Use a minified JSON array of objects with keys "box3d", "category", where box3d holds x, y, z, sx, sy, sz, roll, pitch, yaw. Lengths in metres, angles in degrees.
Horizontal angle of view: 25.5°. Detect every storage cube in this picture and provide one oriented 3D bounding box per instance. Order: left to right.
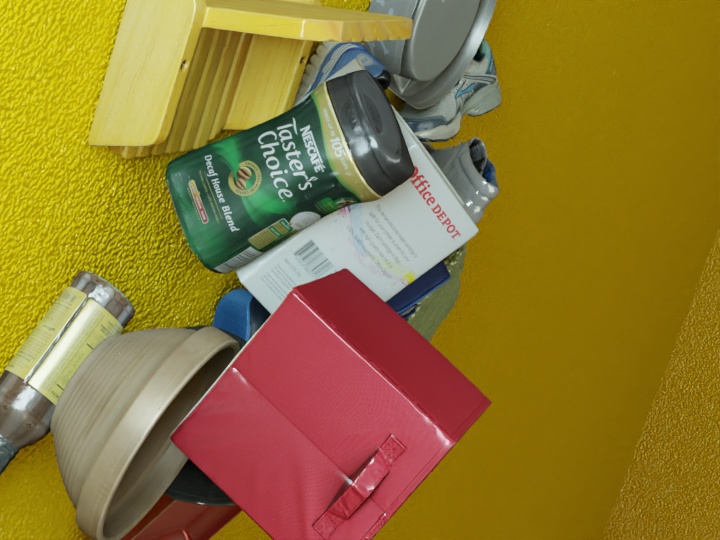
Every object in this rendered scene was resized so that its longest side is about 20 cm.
[{"box3d":[-0.021,0.126,1.333,0.171,0.180,0.200,-49,174,14],"category":"storage cube"}]

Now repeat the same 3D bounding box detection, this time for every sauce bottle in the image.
[{"box3d":[-0.269,0.095,1.326,0.201,0.064,0.065,-54,156,-17],"category":"sauce bottle"}]

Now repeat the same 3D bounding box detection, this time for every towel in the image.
[{"box3d":[0.054,0.059,1.788,0.200,0.036,0.149,-51,164,-25],"category":"towel"}]

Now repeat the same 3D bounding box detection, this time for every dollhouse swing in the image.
[{"box3d":[-0.081,-0.152,1.316,0.199,0.175,0.184,-17,130,-61],"category":"dollhouse swing"}]

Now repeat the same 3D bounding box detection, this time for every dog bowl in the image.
[{"box3d":[0.074,-0.274,1.668,0.200,0.058,0.201,-48,153,-34],"category":"dog bowl"}]

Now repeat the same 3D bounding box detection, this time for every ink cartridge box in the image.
[{"box3d":[-0.023,-0.058,1.454,0.199,0.145,0.146,-35,138,4],"category":"ink cartridge box"}]

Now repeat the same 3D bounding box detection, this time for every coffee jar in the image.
[{"box3d":[-0.058,-0.084,1.330,0.198,0.105,0.085,-26,163,12],"category":"coffee jar"}]

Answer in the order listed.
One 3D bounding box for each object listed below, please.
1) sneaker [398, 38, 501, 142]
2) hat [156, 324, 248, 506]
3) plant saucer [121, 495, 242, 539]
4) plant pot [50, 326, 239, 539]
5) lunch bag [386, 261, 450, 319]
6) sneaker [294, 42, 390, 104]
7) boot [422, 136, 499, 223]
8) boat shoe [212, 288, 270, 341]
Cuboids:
[{"box3d":[0.089,-0.206,1.784,0.200,0.077,0.087,-39,130,-49],"category":"sneaker"},{"box3d":[-0.144,0.152,1.486,0.201,0.199,0.081,-46,158,-34],"category":"hat"},{"box3d":[-0.177,0.241,1.618,0.200,0.037,0.199,-42,162,27],"category":"plant saucer"},{"box3d":[-0.192,0.120,1.321,0.202,0.092,0.201,-55,169,-16],"category":"plant pot"},{"box3d":[0.000,0.000,1.652,0.199,0.135,0.134,-29,101,-51],"category":"lunch bag"},{"box3d":[-0.040,-0.128,1.537,0.201,0.089,0.078,-58,157,0],"category":"sneaker"},{"box3d":[0.105,-0.110,1.757,0.073,0.201,0.096,30,113,-28],"category":"boot"},{"box3d":[-0.122,0.117,1.639,0.068,0.084,0.202,-9,126,-51],"category":"boat shoe"}]
